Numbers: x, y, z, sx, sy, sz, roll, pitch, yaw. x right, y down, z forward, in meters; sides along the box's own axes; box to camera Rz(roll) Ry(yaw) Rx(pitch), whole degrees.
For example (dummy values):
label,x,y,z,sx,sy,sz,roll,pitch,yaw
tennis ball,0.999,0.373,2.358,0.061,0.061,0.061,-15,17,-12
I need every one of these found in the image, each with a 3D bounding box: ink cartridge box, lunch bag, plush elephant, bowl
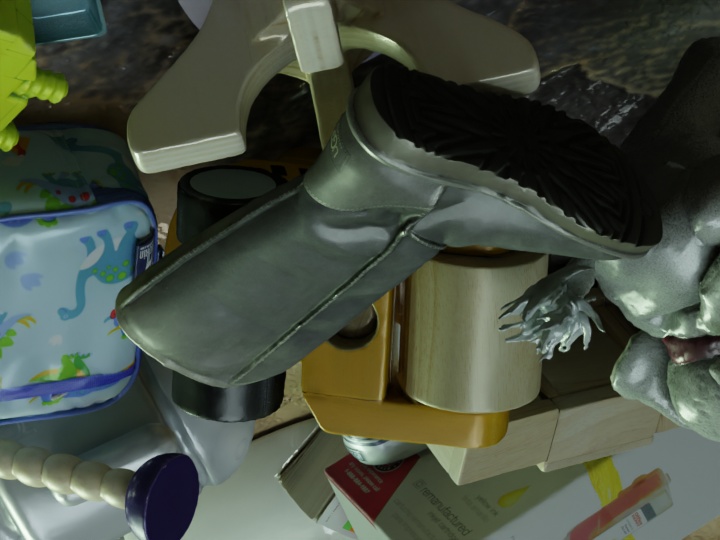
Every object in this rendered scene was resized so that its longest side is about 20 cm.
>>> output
label,x,y,z,sx,sy,sz,roll,pitch,yaw
ink cartridge box,0.102,0.120,1.615,0.200,0.145,0.083,-31,121,-11
lunch bag,-0.204,0.011,1.413,0.200,0.082,0.161,-6,134,-22
plush elephant,0.180,0.012,1.334,0.200,0.165,0.155,-44,116,-9
bowl,-0.035,0.181,1.837,0.200,0.075,0.200,-25,150,26

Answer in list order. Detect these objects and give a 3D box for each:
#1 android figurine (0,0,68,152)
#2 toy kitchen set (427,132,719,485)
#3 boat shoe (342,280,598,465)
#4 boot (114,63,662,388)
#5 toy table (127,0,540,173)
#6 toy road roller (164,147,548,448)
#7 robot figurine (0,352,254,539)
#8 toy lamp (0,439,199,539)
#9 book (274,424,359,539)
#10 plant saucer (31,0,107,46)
label,x,y,z,sx,sy,sz,roll,pitch,yaw
android figurine,-0.231,-0.096,1.272,0.200,0.041,0.182,16,142,-36
toy kitchen set,0.111,-0.020,1.483,0.200,0.163,0.180,-13,134,-27
boat shoe,0.070,0.031,1.603,0.200,0.071,0.091,-27,119,-7
boot,0.012,-0.003,1.276,0.182,0.073,0.200,22,132,-25
toy table,-0.018,-0.112,1.267,0.184,0.117,0.200,-17,150,12
toy road roller,0.000,0.000,1.410,0.200,0.146,0.123,7,112,11
robot figurine,-0.144,0.091,1.570,0.200,0.170,0.113,-28,108,-5
toy lamp,-0.181,0.101,1.473,0.200,0.058,0.058,14,162,28
book,0.058,0.118,1.733,0.134,0.048,0.200,-51,139,8
plant saucer,-0.220,-0.119,1.292,0.200,0.019,0.070,-8,151,-2
